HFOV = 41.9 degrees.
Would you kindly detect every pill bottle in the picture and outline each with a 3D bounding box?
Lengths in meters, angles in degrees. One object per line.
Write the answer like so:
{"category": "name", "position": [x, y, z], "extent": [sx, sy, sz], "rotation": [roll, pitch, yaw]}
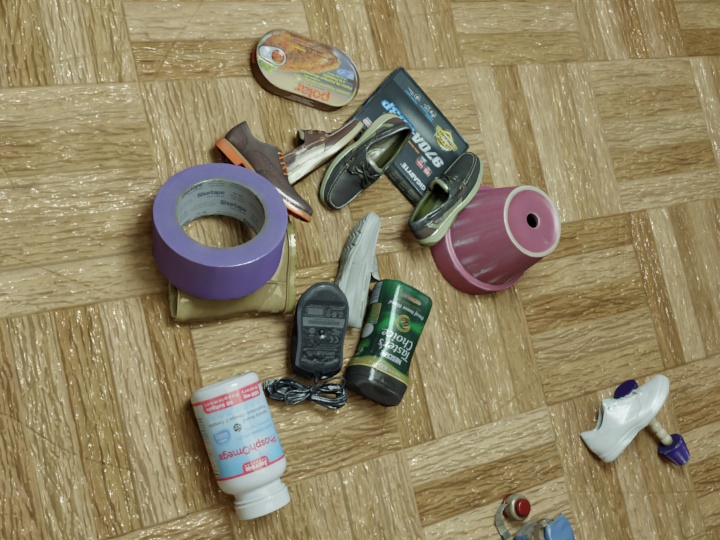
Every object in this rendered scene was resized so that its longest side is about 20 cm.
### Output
{"category": "pill bottle", "position": [-0.175, 0.261, 1.402], "extent": [0.108, 0.109, 0.201], "rotation": [-18, 88, -32]}

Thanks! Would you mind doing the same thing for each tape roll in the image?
{"category": "tape roll", "position": [-0.212, -0.061, 1.416], "extent": [0.198, 0.085, 0.201], "rotation": [7, 52, -9]}

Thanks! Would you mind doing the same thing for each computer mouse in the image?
{"category": "computer mouse", "position": [-0.076, 0.115, 1.510], "extent": [0.137, 0.053, 0.202], "rotation": [9, 93, -18]}

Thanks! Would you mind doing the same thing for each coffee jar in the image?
{"category": "coffee jar", "position": [0.046, 0.123, 1.575], "extent": [0.104, 0.085, 0.201], "rotation": [28, 67, -22]}

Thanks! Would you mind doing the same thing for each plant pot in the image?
{"category": "plant pot", "position": [0.253, -0.068, 1.683], "extent": [0.199, 0.179, 0.202], "rotation": [7, 76, -28]}

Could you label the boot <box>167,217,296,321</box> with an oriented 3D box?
{"category": "boot", "position": [-0.200, -0.009, 1.474], "extent": [0.199, 0.066, 0.177], "rotation": [1, 77, -28]}

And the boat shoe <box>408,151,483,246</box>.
{"category": "boat shoe", "position": [0.150, -0.136, 1.651], "extent": [0.201, 0.071, 0.066], "rotation": [-57, 135, -18]}

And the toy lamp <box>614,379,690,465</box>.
{"category": "toy lamp", "position": [0.584, 0.305, 1.864], "extent": [0.200, 0.058, 0.058], "rotation": [51, 60, -12]}

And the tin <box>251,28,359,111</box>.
{"category": "tin", "position": [-0.095, -0.344, 1.626], "extent": [0.199, 0.042, 0.113], "rotation": [15, 68, -27]}

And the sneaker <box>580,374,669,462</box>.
{"category": "sneaker", "position": [0.502, 0.265, 1.788], "extent": [0.088, 0.075, 0.200], "rotation": [40, 88, 1]}

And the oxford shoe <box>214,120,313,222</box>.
{"category": "oxford shoe", "position": [-0.141, -0.159, 1.502], "extent": [0.200, 0.071, 0.073], "rotation": [44, 85, 5]}

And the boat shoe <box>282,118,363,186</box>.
{"category": "boat shoe", "position": [-0.082, -0.210, 1.584], "extent": [0.200, 0.072, 0.072], "rotation": [-38, 92, -20]}

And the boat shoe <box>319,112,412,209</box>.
{"category": "boat shoe", "position": [0.009, -0.184, 1.598], "extent": [0.073, 0.065, 0.200], "rotation": [39, 87, -35]}

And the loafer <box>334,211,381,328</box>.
{"category": "loafer", "position": [0.000, 0.000, 1.586], "extent": [0.069, 0.070, 0.201], "rotation": [23, 78, -18]}

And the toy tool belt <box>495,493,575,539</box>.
{"category": "toy tool belt", "position": [0.336, 0.480, 1.642], "extent": [0.124, 0.123, 0.201], "rotation": [-30, 94, -32]}

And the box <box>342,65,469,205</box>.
{"category": "box", "position": [0.085, -0.244, 1.702], "extent": [0.200, 0.046, 0.159], "rotation": [48, 61, -13]}
